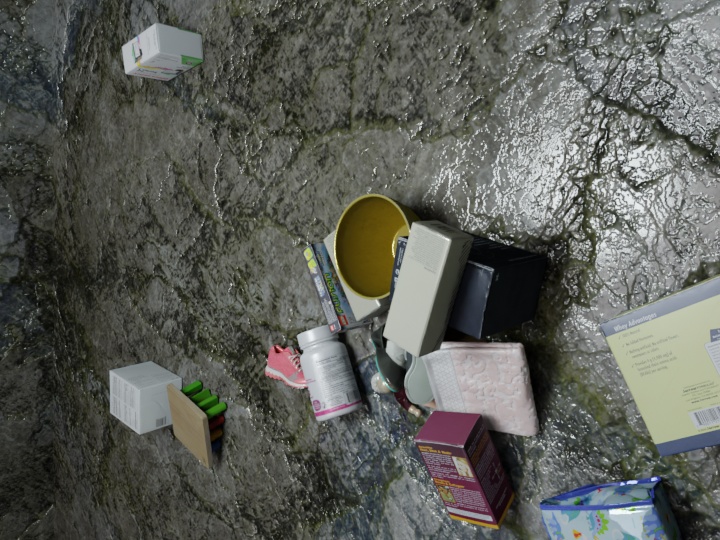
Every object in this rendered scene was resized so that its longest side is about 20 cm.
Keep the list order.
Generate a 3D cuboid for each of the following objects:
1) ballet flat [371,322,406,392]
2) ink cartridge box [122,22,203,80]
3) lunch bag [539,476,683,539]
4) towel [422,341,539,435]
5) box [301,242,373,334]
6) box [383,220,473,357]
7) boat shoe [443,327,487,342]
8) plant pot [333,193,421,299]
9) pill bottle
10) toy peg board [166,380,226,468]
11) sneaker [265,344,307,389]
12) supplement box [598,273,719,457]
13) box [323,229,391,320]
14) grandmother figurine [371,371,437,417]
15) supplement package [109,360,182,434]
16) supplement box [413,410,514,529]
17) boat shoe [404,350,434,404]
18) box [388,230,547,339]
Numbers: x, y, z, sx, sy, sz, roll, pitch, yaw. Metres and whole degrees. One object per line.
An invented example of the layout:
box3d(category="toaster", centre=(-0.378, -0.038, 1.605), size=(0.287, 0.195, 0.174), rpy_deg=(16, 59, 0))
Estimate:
box3d(category="ballet flat", centre=(0.063, 0.165, 1.224), size=(0.069, 0.068, 0.200), rpy_deg=(-52, 23, 14))
box3d(category="ink cartridge box", centre=(-0.566, -0.618, 1.705), size=(0.198, 0.144, 0.085), rpy_deg=(-6, 91, 42))
box3d(category="lunch bag", centre=(0.405, 0.440, 0.956), size=(0.198, 0.127, 0.172), rpy_deg=(-24, 79, 31))
box3d(category="towel", centre=(0.217, 0.215, 1.085), size=(0.189, 0.032, 0.202), rpy_deg=(-2, 122, 27))
box3d(category="box", centre=(-0.051, 0.036, 1.336), size=(0.035, 0.109, 0.202), rpy_deg=(-31, 75, 39))
box3d(category="box", centre=(0.106, 0.028, 0.950), size=(0.082, 0.068, 0.203), rpy_deg=(30, 115, 36))
box3d(category="boat shoe", centre=(0.169, 0.146, 1.183), size=(0.198, 0.072, 0.073), rpy_deg=(21, 126, 36))
box3d(category="plant pot", centre=(0.065, -0.047, 1.194), size=(0.198, 0.141, 0.203), rpy_deg=(2, 92, 42))
box3d(category="pill bottle", centre=(-0.075, 0.233, 1.377), size=(0.113, 0.113, 0.203), rpy_deg=(-25, 77, 41))
box3d(category="toy peg board", centre=(-0.482, 0.450, 1.804), size=(0.199, 0.097, 0.202), rpy_deg=(27, 128, 38))
box3d(category="sneaker", centre=(-0.170, 0.238, 1.492), size=(0.198, 0.073, 0.088), rpy_deg=(9, 100, 41))
box3d(category="supplement box", centre=(0.487, 0.123, 0.838), size=(0.199, 0.133, 0.202), rpy_deg=(-32, 74, 40))
box3d(category="box", centre=(0.000, 0.000, 1.303), size=(0.082, 0.068, 0.202), rpy_deg=(-33, 73, 39))
box3d(category="grandmother figurine", centre=(0.106, 0.245, 1.253), size=(0.198, 0.060, 0.123), rpy_deg=(3, 88, 39))
box3d(category="supplement package", centre=(-0.697, 0.407, 1.938), size=(0.198, 0.151, 0.153), rpy_deg=(14, 105, 40))
box3d(category="supplement box", centre=(0.196, 0.369, 1.115), size=(0.109, 0.086, 0.202), rpy_deg=(-6, 116, 42))
box3d(category="boat shoe", centre=(0.122, 0.168, 1.151), size=(0.074, 0.061, 0.202), rpy_deg=(5, 121, -1))
box3d(category="box", centre=(0.189, 0.015, 1.053), size=(0.195, 0.199, 0.126), rpy_deg=(20, 109, 39))
